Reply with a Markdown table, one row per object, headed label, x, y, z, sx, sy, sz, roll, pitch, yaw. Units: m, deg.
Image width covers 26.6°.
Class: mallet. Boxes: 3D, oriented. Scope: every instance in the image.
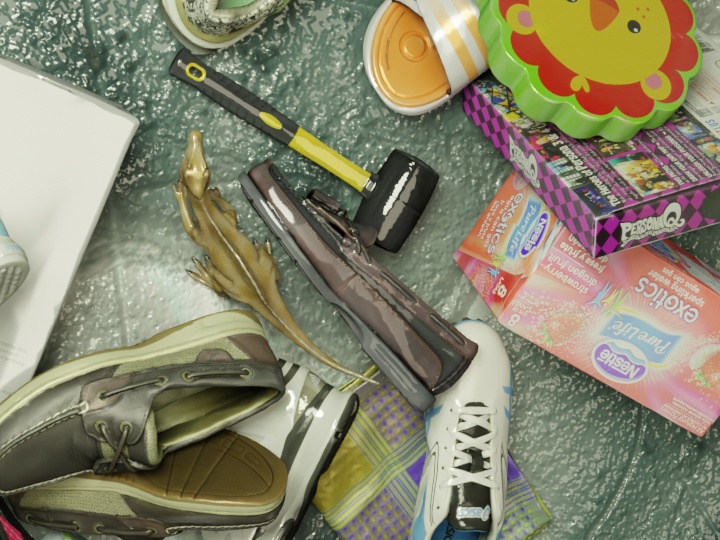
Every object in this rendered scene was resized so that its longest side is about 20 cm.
| label | x | y | z | sx | sy | sz | roll | pitch | yaw |
| --- | --- | --- | --- | --- | --- | --- | --- | --- | --- |
| mallet | -0.033 | -0.094 | 1.010 | 0.199 | 0.041 | 0.066 | 39 | 87 | -18 |

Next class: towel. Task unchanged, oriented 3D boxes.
| label | x | y | z | sx | sy | sz | roll | pitch | yaw |
| --- | --- | --- | --- | --- | --- | --- | --- | --- | --- |
| towel | 0.041 | 0.150 | 1.092 | 0.143 | 0.023 | 0.201 | -36 | 110 | -10 |

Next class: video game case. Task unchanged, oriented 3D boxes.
| label | x | y | z | sx | sy | sz | roll | pitch | yaw |
| --- | --- | --- | --- | --- | --- | --- | --- | --- | --- |
| video game case | 0.185 | -0.094 | 0.997 | 0.179 | 0.200 | 0.036 | -15 | 128 | -16 |

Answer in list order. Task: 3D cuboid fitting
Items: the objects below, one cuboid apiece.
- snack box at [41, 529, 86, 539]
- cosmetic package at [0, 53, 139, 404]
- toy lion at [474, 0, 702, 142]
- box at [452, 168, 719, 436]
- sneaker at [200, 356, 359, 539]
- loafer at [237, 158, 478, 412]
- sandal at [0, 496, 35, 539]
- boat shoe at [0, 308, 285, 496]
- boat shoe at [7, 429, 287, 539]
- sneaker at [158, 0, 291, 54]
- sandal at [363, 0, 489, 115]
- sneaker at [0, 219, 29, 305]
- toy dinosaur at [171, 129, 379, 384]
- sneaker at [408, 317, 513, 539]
| label | x | y | z | sx | sy | sz | roll | pitch | yaw |
| --- | --- | --- | --- | --- | --- | --- | --- | --- | --- |
| snack box | -0.214 | 0.291 | 1.018 | 0.200 | 0.053 | 0.142 | -48 | 112 | -5 |
| cosmetic package | -0.227 | -0.027 | 0.933 | 0.112 | 0.081 | 0.202 | 24 | 92 | -22 |
| toy lion | 0.131 | -0.185 | 0.965 | 0.198 | 0.069 | 0.193 | 30 | 64 | -3 |
| box | 0.177 | 0.018 | 1.050 | 0.199 | 0.103 | 0.095 | 28 | 105 | -27 |
| sneaker | -0.090 | 0.141 | 1.033 | 0.114 | 0.076 | 0.202 | 30 | 107 | 7 |
| loafer | 0.000 | 0.000 | 1.006 | 0.063 | 0.072 | 0.201 | -38 | 100 | 0 |
| sandal | -0.236 | 0.181 | 0.951 | 0.075 | 0.045 | 0.201 | -36 | 86 | 3 |
| boat shoe | -0.138 | 0.088 | 0.929 | 0.199 | 0.066 | 0.072 | -23 | 138 | -19 |
| boat shoe | -0.138 | 0.140 | 0.978 | 0.197 | 0.073 | 0.066 | 7 | 124 | 17 |
| sneaker | -0.035 | -0.210 | 0.954 | 0.200 | 0.089 | 0.077 | -45 | 111 | -5 |
| sandal | 0.088 | -0.187 | 1.008 | 0.206 | 0.059 | 0.080 | -38 | 92 | -11 |
| sneaker | -0.282 | 0.023 | 0.859 | 0.199 | 0.074 | 0.082 | -34 | 73 | 1 |
| toy dinosaur | -0.073 | 0.003 | 0.978 | 0.058 | 0.101 | 0.201 | -37 | 109 | -6 |
| sneaker | 0.075 | 0.135 | 1.051 | 0.071 | 0.072 | 0.203 | 3 | 100 | -18 |
